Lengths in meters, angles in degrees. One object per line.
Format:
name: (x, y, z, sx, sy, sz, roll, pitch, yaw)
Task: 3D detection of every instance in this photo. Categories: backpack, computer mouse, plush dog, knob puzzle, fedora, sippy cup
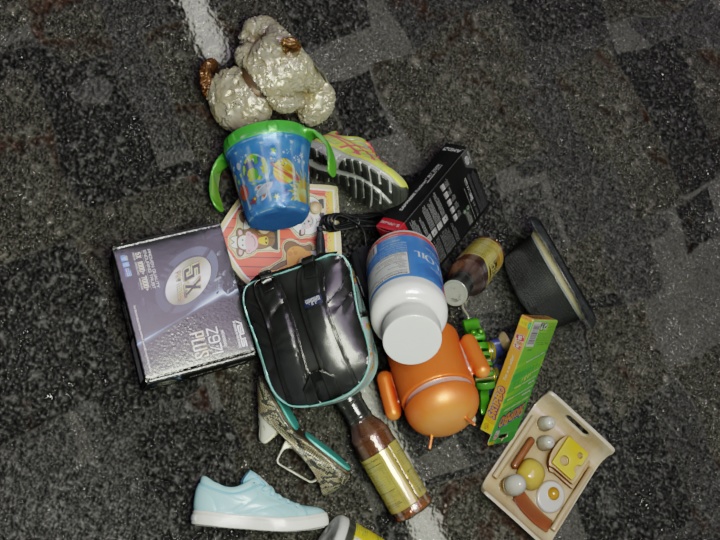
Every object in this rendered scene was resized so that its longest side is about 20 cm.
backpack: (-0.064, 0.096, 1.553, 0.173, 0.153, 0.203, -18, 76, 2)
computer mouse: (0.000, 0.000, 1.650, 0.138, 0.046, 0.204, 5, 74, -31)
plush dog: (-0.153, -0.281, 1.649, 0.171, 0.160, 0.201, -41, 91, 2)
knob puzzle: (-0.123, -0.050, 1.649, 0.216, 0.030, 0.224, 4, 76, -16)
fedora: (0.289, 0.019, 1.707, 0.091, 0.200, 0.203, -31, 86, 9)
sippy cup: (-0.130, -0.134, 1.601, 0.138, 0.177, 0.133, 2, 68, -37)

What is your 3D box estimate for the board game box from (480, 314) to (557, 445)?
board game box: (0.237, 0.165, 1.633, 0.030, 0.095, 0.203, 21, 99, 32)

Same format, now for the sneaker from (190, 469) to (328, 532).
sneaker: (-0.138, 0.326, 1.529, 0.196, 0.074, 0.084, 7, 77, -16)

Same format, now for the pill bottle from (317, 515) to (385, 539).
pill bottle: (0.027, 0.444, 1.527, 0.198, 0.114, 0.115, 32, 70, -7)

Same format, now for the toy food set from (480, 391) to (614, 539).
toy food set: (0.292, 0.310, 1.669, 0.143, 0.060, 0.201, 40, 70, -3)

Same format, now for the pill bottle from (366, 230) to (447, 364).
pill bottle: (0.066, 0.040, 1.526, 0.110, 0.113, 0.201, 15, 32, -13)

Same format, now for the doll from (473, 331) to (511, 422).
doll: (0.152, 0.168, 1.668, 0.198, 0.049, 0.138, -28, 81, -17)

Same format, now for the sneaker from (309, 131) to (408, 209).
sneaker: (0.001, -0.166, 1.660, 0.198, 0.079, 0.090, 30, 51, 27)

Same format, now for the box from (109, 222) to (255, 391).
box: (-0.258, 0.053, 1.553, 0.161, 0.086, 0.203, -13, 80, -19)

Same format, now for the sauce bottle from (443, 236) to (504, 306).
sauce bottle: (0.169, 0.004, 1.648, 0.066, 0.066, 0.200, 48, 29, -1)

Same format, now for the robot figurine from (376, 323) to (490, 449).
robot figurine: (0.104, 0.156, 1.579, 0.141, 0.117, 0.202, -4, 53, -19)

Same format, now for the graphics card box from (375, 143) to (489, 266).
graphics card box: (0.115, -0.085, 1.678, 0.201, 0.050, 0.126, -50, 133, -24)

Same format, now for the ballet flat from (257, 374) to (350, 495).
ballet flat: (-0.101, 0.247, 1.570, 0.075, 0.068, 0.200, -42, 92, 1)

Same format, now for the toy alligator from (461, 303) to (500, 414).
toy alligator: (0.175, 0.114, 1.633, 0.058, 0.054, 0.204, -5, 76, -14)

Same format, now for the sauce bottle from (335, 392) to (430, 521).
sauce bottle: (0.030, 0.268, 1.591, 0.065, 0.066, 0.202, -27, 84, -21)
